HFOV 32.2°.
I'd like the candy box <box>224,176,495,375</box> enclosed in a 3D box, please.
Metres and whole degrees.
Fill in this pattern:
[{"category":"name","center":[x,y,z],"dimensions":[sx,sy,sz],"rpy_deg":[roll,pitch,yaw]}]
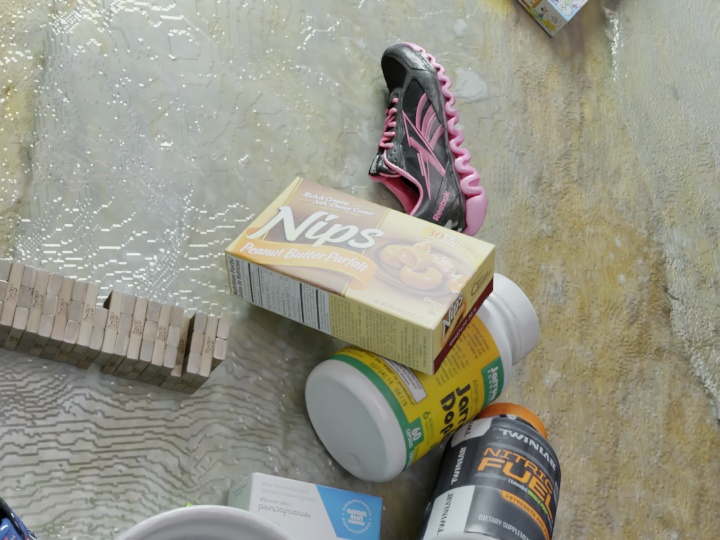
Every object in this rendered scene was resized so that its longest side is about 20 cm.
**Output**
[{"category":"candy box","center":[0.000,0.000,1.039],"dimensions":[0.198,0.056,0.116],"rpy_deg":[20,45,24]}]

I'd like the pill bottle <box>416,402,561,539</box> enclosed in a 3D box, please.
[{"category":"pill bottle","center":[0.109,0.193,1.028],"dimensions":[0.106,0.106,0.201],"rpy_deg":[38,32,-8]}]

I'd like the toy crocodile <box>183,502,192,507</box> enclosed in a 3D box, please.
[{"category":"toy crocodile","center":[-0.152,0.269,0.924],"dimensions":[0.067,0.062,0.202],"rpy_deg":[32,60,-12]}]

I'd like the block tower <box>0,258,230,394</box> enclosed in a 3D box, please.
[{"category":"block tower","center":[-0.206,0.046,0.989],"dimensions":[0.198,0.058,0.055],"rpy_deg":[15,64,-19]}]

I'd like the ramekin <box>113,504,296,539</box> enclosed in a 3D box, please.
[{"category":"ramekin","center":[-0.118,0.263,0.840],"dimensions":[0.198,0.098,0.203],"rpy_deg":[6,75,-23]}]

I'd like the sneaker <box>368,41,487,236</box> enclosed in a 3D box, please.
[{"category":"sneaker","center":[0.047,-0.120,1.174],"dimensions":[0.094,0.079,0.202],"rpy_deg":[-14,76,-18]}]

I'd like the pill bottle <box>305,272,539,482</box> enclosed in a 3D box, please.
[{"category":"pill bottle","center":[0.059,0.084,1.069],"dimensions":[0.199,0.113,0.113],"rpy_deg":[-32,86,-32]}]

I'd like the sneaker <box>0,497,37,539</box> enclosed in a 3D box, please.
[{"category":"sneaker","center":[-0.252,0.212,0.877],"dimensions":[0.200,0.079,0.075],"rpy_deg":[42,60,4]}]

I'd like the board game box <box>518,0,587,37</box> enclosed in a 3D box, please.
[{"category":"board game box","center":[0.222,-0.365,1.370],"dimensions":[0.134,0.034,0.200],"rpy_deg":[44,58,-4]}]

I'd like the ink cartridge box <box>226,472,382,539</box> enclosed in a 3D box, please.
[{"category":"ink cartridge box","center":[-0.052,0.271,0.968],"dimensions":[0.115,0.068,0.203],"rpy_deg":[14,66,-20]}]
